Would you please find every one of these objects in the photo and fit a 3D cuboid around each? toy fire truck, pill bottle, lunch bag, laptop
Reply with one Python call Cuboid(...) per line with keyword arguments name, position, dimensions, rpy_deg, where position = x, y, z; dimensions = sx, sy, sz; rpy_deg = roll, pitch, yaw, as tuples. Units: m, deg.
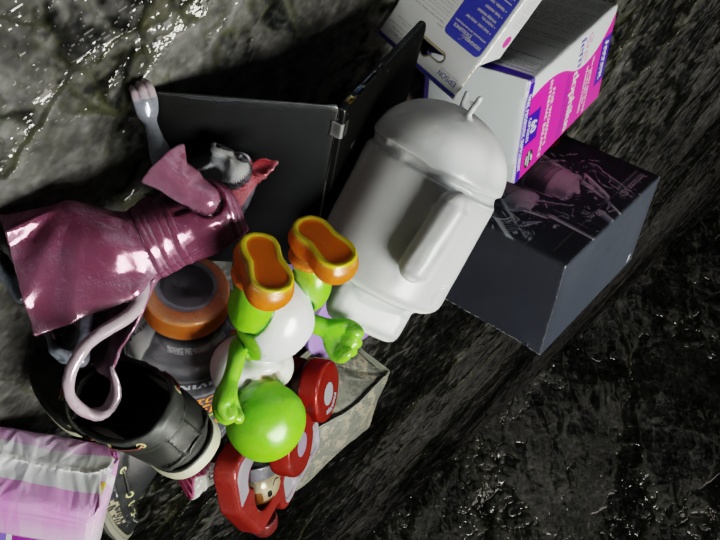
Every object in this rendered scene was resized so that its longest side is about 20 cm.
Cuboid(name="toy fire truck", position=(-0.093, 0.190, 0.925), dimensions=(0.200, 0.111, 0.170), rpy_deg=(-60, 149, -53))
Cuboid(name="pill bottle", position=(-0.156, 0.073, 0.767), dimensions=(0.106, 0.106, 0.201), rpy_deg=(-32, 155, -31))
Cuboid(name="lunch bag", position=(-0.074, 0.196, 1.143), dimensions=(0.200, 0.117, 0.165), rpy_deg=(-38, 159, -31))
Cuboid(name="laptop", position=(-0.058, -0.101, 0.701), dimensions=(0.200, 0.115, 0.188), rpy_deg=(-52, 167, -35))

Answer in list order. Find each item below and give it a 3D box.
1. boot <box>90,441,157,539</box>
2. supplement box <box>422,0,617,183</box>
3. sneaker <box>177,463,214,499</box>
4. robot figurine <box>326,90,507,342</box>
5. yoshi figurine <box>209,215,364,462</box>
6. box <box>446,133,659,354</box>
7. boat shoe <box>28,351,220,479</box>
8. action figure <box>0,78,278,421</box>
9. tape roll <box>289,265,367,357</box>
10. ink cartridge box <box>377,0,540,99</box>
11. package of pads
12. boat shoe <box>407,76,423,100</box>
Cuboid(name="boot", position=(-0.227, 0.201, 0.920), dimensions=(0.153, 0.073, 0.204), rpy_deg=(-41, 159, -19))
Cuboid(name="supplement box", position=(0.148, -0.181, 0.807), dimensions=(0.200, 0.103, 0.102), rpy_deg=(-45, 148, -41))
Cuboid(name="sneaker", position=(-0.174, 0.202, 1.028), dimensions=(0.087, 0.074, 0.201), rpy_deg=(-32, 161, -30))
Cuboid(name="robot figurine", position=(0.040, -0.047, 0.679), dimensions=(0.201, 0.112, 0.170), rpy_deg=(-62, -159, 13))
Cuboid(name="yoshi figurine", position=(-0.060, 0.066, 0.633), dimensions=(0.113, 0.111, 0.201), rpy_deg=(-75, -175, -47))
Cuboid(name="box", position=(0.153, -0.048, 0.833), dimensions=(0.200, 0.181, 0.105), rpy_deg=(-36, 146, -40))
Cuboid(name="boat shoe", position=(-0.190, 0.092, 0.653), dimensions=(0.074, 0.200, 0.063), rpy_deg=(-56, 137, -22))
Cuboid(name="action figure", position=(-0.139, -0.022, 0.583), dimensions=(0.199, 0.150, 0.134), rpy_deg=(-28, 151, -6))
Cuboid(name="tape roll", position=(0.000, 0.000, 0.940), dimensions=(0.200, 0.066, 0.201), rpy_deg=(-39, 159, -17))
Cuboid(name="ink cartridge box", position=(0.106, -0.244, 0.692), dimensions=(0.201, 0.095, 0.037), rpy_deg=(-52, 159, 18))
Cuboid(name="package of pads", position=(-0.289, 0.224, 0.769), dimensions=(0.076, 0.119, 0.201), rpy_deg=(-86, -165, -48))
Cuboid(name="boat shoe", position=(0.062, -0.125, 0.867), dimensions=(0.066, 0.072, 0.201), rpy_deg=(-41, 155, 2))
